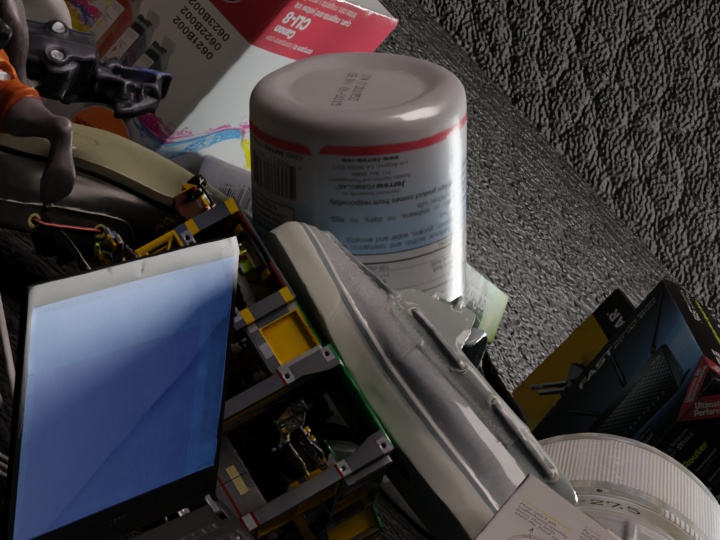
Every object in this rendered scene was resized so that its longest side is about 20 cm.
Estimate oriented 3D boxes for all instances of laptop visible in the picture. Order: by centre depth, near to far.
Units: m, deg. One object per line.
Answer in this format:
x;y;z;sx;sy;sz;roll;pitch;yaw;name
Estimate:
-0.055;0.101;1.107;0.200;0.103;0.177;48;24;12;laptop

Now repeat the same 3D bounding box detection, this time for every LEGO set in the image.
-0.076;0.068;1.288;0.201;0.115;0.154;60;-16;6;LEGO set

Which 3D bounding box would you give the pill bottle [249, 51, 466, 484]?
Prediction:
0.000;0.000;1.379;0.108;0.201;0.109;0;23;0;pill bottle

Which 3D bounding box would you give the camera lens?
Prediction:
0.111;0.176;1.359;0.160;0.160;0.200;44;12;-2;camera lens

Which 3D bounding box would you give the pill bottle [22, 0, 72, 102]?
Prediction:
-0.238;-0.166;1.437;0.114;0.114;0.200;31;18;-49;pill bottle

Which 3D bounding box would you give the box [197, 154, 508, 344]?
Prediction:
-0.003;-0.009;1.550;0.144;0.037;0.200;21;-3;16;box

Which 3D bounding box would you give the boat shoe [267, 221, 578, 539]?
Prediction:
0.029;0.050;1.278;0.201;0.071;0.070;54;-17;24;boat shoe

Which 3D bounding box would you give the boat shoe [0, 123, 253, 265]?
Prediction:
-0.144;-0.038;1.353;0.201;0.063;0.074;17;15;-34;boat shoe

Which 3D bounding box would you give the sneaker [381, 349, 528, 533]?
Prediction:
0.014;0.055;1.591;0.200;0.099;0.071;43;13;-3;sneaker

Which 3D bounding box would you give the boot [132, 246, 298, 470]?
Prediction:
-0.062;0.044;1.464;0.131;0.068;0.200;55;15;18;boot

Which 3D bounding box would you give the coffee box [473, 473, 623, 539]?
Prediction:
0.040;0.176;1.076;0.080;0.113;0.200;36;27;7;coffee box

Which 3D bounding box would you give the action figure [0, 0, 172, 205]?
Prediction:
-0.168;-0.114;1.249;0.199;0.105;0.194;7;34;-21;action figure

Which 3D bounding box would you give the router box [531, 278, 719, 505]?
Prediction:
0.148;0.119;1.576;0.062;0.200;0.150;36;13;-16;router box

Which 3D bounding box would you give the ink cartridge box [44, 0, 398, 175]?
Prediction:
-0.113;-0.123;1.519;0.145;0.200;0.145;47;14;17;ink cartridge box

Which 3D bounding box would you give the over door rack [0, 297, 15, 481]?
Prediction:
-0.185;0.002;1.162;0.148;0.067;0.200;36;15;-41;over door rack

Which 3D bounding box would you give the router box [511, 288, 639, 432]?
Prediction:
0.160;0.132;1.692;0.052;0.157;0.200;34;15;-41;router box
